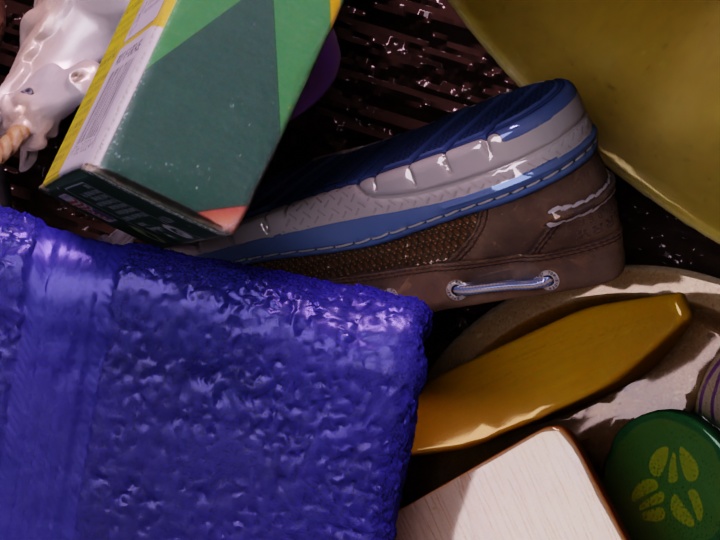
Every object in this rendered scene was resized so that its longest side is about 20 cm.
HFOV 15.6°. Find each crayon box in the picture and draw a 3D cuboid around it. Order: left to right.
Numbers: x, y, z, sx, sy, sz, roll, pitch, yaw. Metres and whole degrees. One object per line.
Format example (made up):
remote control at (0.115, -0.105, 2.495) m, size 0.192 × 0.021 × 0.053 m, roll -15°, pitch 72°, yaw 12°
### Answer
crayon box at (-0.030, -0.107, 0.822) m, size 0.051 × 0.127 × 0.201 m, roll 25°, pitch 84°, yaw -11°

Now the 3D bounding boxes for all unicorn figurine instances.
unicorn figurine at (-0.083, -0.127, 0.927) m, size 0.137 × 0.074 × 0.201 m, roll -23°, pitch 65°, yaw 17°

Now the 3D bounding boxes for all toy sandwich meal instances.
toy sandwich meal at (0.079, 0.094, 0.860) m, size 0.204 × 0.070 × 0.207 m, roll 0°, pitch 90°, yaw 20°

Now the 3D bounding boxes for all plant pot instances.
plant pot at (0.134, -0.107, 0.796) m, size 0.200 × 0.200 × 0.142 m, roll 37°, pitch 78°, yaw 16°

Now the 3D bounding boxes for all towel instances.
towel at (-0.083, 0.057, 0.835) m, size 0.199 × 0.050 × 0.149 m, roll 12°, pitch 105°, yaw 4°

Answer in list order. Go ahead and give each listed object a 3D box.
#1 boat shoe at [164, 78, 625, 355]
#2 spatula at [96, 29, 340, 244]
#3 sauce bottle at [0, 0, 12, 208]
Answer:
boat shoe at (0.000, 0.000, 0.876) m, size 0.199 × 0.072 × 0.073 m, roll -16°, pitch 105°, yaw 42°
spatula at (-0.082, -0.020, 0.941) m, size 0.200 × 0.021 × 0.057 m, roll -44°, pitch 36°, yaw 20°
sauce bottle at (-0.164, -0.115, 0.954) m, size 0.064 × 0.065 × 0.201 m, roll -10°, pitch 86°, yaw 19°
